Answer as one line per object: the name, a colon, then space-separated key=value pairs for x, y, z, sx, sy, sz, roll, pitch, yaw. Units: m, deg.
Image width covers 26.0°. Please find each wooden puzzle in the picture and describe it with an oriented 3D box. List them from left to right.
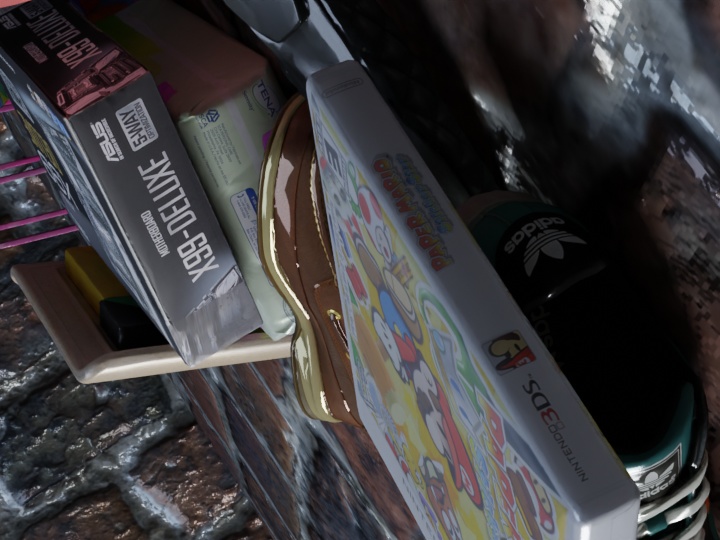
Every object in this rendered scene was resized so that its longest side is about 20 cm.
wooden puzzle: x=-0.102 y=0.013 z=0.944 sx=0.200 sy=0.183 sz=0.038 roll=-147 pitch=54 yaw=-60

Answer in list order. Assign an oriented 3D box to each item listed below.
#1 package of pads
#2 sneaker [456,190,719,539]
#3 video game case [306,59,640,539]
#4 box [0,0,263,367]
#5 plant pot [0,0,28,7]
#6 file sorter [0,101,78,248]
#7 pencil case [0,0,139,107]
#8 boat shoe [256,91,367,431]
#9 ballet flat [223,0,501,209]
package of pads: x=-0.079 y=-0.062 z=0.888 sx=0.200 sy=0.068 sz=0.155 roll=41 pitch=158 yaw=57
sneaker: x=0.085 y=0.070 z=0.531 sx=0.201 sy=0.071 sz=0.080 roll=63 pitch=172 yaw=-19
video game case: x=0.035 y=0.058 z=0.524 sx=0.201 sy=0.023 sz=0.183 roll=83 pitch=162 yaw=-51
box: x=-0.136 y=-0.060 z=0.838 sx=0.200 sy=0.050 sz=0.159 roll=42 pitch=158 yaw=53
plant pot: x=-0.164 y=-0.191 z=0.636 sx=0.177 sy=0.200 sz=0.201 roll=22 pitch=144 yaw=54
file sorter: x=-0.257 y=-0.122 z=1.143 sx=0.139 sy=0.125 sz=0.202 roll=8 pitch=111 yaw=62
pencil case: x=-0.217 y=-0.148 z=0.937 sx=0.088 sy=0.200 sz=0.089 roll=44 pitch=161 yaw=19
boat shoe: x=0.000 y=0.001 z=0.751 sx=0.067 sy=0.072 sz=0.201 roll=13 pitch=137 yaw=24
ballet flat: x=0.013 y=-0.064 z=0.582 sx=0.066 sy=0.057 sz=0.201 roll=-12 pitch=117 yaw=48
